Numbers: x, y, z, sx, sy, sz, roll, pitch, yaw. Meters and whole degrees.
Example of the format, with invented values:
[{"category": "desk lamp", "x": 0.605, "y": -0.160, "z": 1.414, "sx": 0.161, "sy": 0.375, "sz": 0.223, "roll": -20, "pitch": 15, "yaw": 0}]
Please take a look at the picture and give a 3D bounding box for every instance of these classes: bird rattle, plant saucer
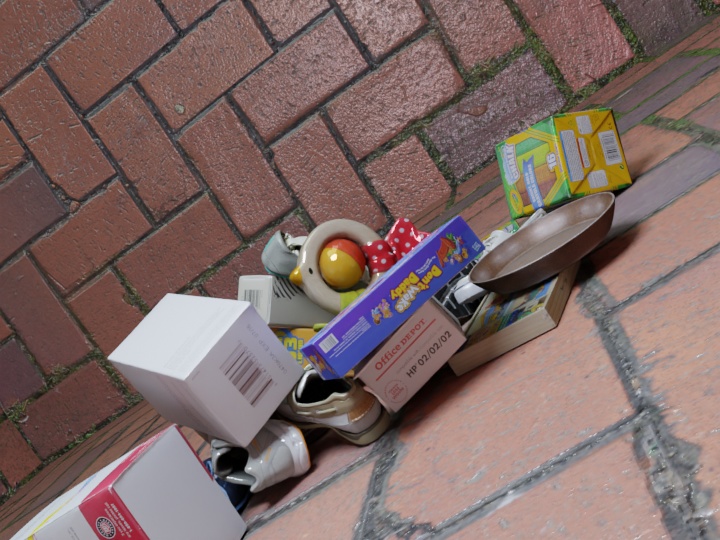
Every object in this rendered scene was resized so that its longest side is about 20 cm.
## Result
[{"category": "bird rattle", "x": 0.000, "y": 0.000, "z": 1.145, "sx": 0.201, "sy": 0.162, "sz": 0.113, "roll": -57, "pitch": 8, "yaw": -16}, {"category": "plant saucer", "x": 0.223, "y": -0.028, "z": 1.062, "sx": 0.199, "sy": 0.035, "sz": 0.200, "roll": -31, "pitch": 9, "yaw": 5}]

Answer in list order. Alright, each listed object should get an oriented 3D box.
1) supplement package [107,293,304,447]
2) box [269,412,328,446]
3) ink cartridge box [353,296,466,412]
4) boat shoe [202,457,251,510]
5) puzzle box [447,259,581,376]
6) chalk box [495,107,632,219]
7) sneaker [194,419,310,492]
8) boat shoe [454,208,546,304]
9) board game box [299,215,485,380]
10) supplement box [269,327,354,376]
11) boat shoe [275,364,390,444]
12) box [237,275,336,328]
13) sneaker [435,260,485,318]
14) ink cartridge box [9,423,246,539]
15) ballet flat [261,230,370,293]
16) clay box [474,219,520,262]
[{"category": "supplement package", "x": -0.184, "y": 0.110, "z": 1.034, "sx": 0.199, "sy": 0.117, "sz": 0.118, "roll": 3, "pitch": 47, "yaw": 50}, {"category": "box", "x": -0.109, "y": 0.200, "z": 1.208, "sx": 0.100, "sy": 0.075, "sz": 0.200, "roll": -36, "pitch": 4, "yaw": -21}, {"category": "ink cartridge box", "x": 0.057, "y": 0.089, "z": 1.006, "sx": 0.115, "sy": 0.068, "sz": 0.200, "roll": -47, "pitch": 0, "yaw": 5}, {"category": "boat shoe", "x": -0.180, "y": 0.265, "z": 1.095, "sx": 0.084, "sy": 0.069, "sz": 0.200, "roll": -34, "pitch": 6, "yaw": 12}, {"category": "puzzle box", "x": 0.183, "y": 0.043, "z": 1.026, "sx": 0.132, "sy": 0.026, "sz": 0.200, "roll": -33, "pitch": 6, "yaw": 29}, {"category": "chalk box", "x": 0.295, "y": -0.156, "z": 1.360, "sx": 0.123, "sy": 0.126, "sz": 0.200, "roll": -12, "pitch": -5, "yaw": -26}, {"category": "sneaker", "x": -0.154, "y": 0.201, "z": 1.041, "sx": 0.091, "sy": 0.077, "sz": 0.199, "roll": -21, "pitch": 23, "yaw": -41}, {"category": "boat shoe", "x": 0.193, "y": -0.023, "z": 1.187, "sx": 0.199, "sy": 0.066, "sz": 0.072, "roll": -31, "pitch": -7, "yaw": -24}, {"category": "board game box", "x": 0.029, "y": 0.032, "z": 0.933, "sx": 0.200, "sy": 0.045, "sz": 0.134, "roll": -41, "pitch": 1, "yaw": -12}, {"category": "supplement box", "x": -0.081, "y": 0.114, "z": 1.229, "sx": 0.197, "sy": 0.067, "sz": 0.069, "roll": 2, "pitch": -6, "yaw": -6}, {"category": "boat shoe", "x": -0.048, "y": 0.143, "z": 1.026, "sx": 0.199, "sy": 0.069, "sz": 0.075, "roll": 2, "pitch": 42, "yaw": 50}, {"category": "box", "x": -0.074, "y": 0.048, "z": 1.259, "sx": 0.199, "sy": 0.069, "sz": 0.082, "roll": 6, "pitch": -5, "yaw": -44}, {"category": "sneaker", "x": 0.094, "y": 0.054, "z": 1.204, "sx": 0.200, "sy": 0.078, "sz": 0.090, "roll": -39, "pitch": 5, "yaw": -30}, {"category": "ink cartridge box", "x": -0.255, "y": 0.290, "z": 0.925, "sx": 0.199, "sy": 0.146, "sz": 0.145, "roll": -32, "pitch": 6, "yaw": 21}, {"category": "ballet flat", "x": -0.037, "y": -0.005, "z": 1.202, "sx": 0.064, "sy": 0.198, "sz": 0.068, "roll": -62, "pitch": 28, "yaw": 20}, {"category": "clay box", "x": 0.192, "y": -0.018, "z": 1.366, "sx": 0.199, "sy": 0.048, "sz": 0.115, "roll": -35, "pitch": 5, "yaw": 10}]
